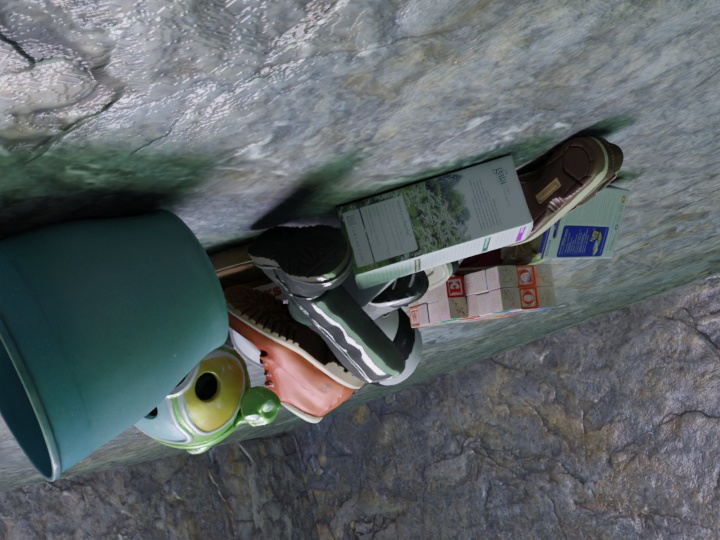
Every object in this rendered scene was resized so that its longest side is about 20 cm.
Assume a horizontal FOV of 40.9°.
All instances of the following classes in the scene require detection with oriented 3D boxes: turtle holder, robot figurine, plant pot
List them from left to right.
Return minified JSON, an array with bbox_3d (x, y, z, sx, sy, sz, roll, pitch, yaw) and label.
[{"bbox_3d":[-0.223,0.042,0.823,0.187,0.201,0.200,-28,175,-29],"label":"plant pot"},{"bbox_3d":[-0.189,0.134,1.070,0.141,0.186,0.132,-40,159,-10],"label":"turtle holder"},{"bbox_3d":[-0.142,0.006,1.126,0.198,0.028,0.200,-16,169,-3],"label":"plant pot"},{"bbox_3d":[0.021,0.102,1.487,0.124,0.152,0.200,-14,150,18],"label":"robot figurine"}]

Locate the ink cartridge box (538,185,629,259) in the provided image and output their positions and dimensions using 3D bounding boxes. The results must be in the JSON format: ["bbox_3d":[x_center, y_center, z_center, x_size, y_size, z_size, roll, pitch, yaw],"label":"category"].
[{"bbox_3d":[0.277,-0.063,1.226,0.037,0.096,0.199,20,-166,35],"label":"ink cartridge box"}]

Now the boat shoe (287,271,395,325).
[{"bbox_3d":[0.000,0.000,1.142,0.199,0.071,0.070,-36,-179,-11],"label":"boat shoe"}]

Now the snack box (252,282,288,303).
[{"bbox_3d":[-0.176,0.054,1.173,0.198,0.025,0.072,-17,169,0],"label":"snack box"}]

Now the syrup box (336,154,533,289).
[{"bbox_3d":[0.080,-0.050,1.047,0.198,0.080,0.081,-17,167,0],"label":"syrup box"}]

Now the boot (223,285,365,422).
[{"bbox_3d":[-0.096,0.103,1.130,0.107,0.199,0.075,-47,-163,23],"label":"boot"}]

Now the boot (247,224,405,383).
[{"bbox_3d":[-0.017,0.045,1.005,0.072,0.201,0.181,-41,-154,-16],"label":"boot"}]

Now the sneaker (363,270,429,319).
[{"bbox_3d":[0.022,0.025,1.237,0.079,0.075,0.199,30,157,-31],"label":"sneaker"}]

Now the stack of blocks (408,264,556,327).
[{"bbox_3d":[0.160,0.036,1.319,0.114,0.059,0.200,-3,173,-26],"label":"stack of blocks"}]

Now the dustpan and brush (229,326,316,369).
[{"bbox_3d":[-0.142,0.063,1.245,0.198,0.141,0.057,11,147,7],"label":"dustpan and brush"}]

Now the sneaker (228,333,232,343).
[{"bbox_3d":[-0.226,0.104,1.352,0.198,0.072,0.112,-11,164,-37],"label":"sneaker"}]

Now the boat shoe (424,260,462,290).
[{"bbox_3d":[0.068,-0.007,1.260,0.068,0.072,0.199,-48,-164,-31],"label":"boat shoe"}]

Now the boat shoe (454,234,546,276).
[{"bbox_3d":[0.196,-0.034,1.295,0.198,0.074,0.069,-21,173,23],"label":"boat shoe"}]

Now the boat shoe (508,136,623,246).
[{"bbox_3d":[0.218,-0.085,1.102,0.074,0.075,0.202,-12,167,-39],"label":"boat shoe"}]
